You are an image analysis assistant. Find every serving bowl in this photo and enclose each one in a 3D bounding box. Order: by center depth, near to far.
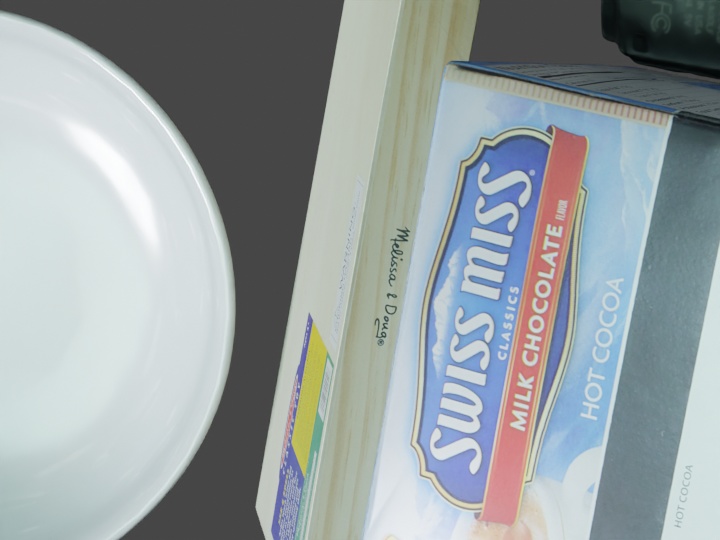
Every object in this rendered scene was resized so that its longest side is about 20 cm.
[{"bbox_3d":[-0.139,0.009,0.988,0.199,0.066,0.201,0,93,4],"label":"serving bowl"}]

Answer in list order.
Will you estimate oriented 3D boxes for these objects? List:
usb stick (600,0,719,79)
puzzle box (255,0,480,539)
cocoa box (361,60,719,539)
[{"bbox_3d":[0.167,-0.074,0.855,0.200,0.033,0.056,12,102,27],"label":"usb stick"},{"bbox_3d":[0.000,0.000,0.901,0.025,0.133,0.201,9,100,-9],"label":"puzzle box"},{"bbox_3d":[0.090,0.045,0.847,0.131,0.133,0.201,15,100,27],"label":"cocoa box"}]
